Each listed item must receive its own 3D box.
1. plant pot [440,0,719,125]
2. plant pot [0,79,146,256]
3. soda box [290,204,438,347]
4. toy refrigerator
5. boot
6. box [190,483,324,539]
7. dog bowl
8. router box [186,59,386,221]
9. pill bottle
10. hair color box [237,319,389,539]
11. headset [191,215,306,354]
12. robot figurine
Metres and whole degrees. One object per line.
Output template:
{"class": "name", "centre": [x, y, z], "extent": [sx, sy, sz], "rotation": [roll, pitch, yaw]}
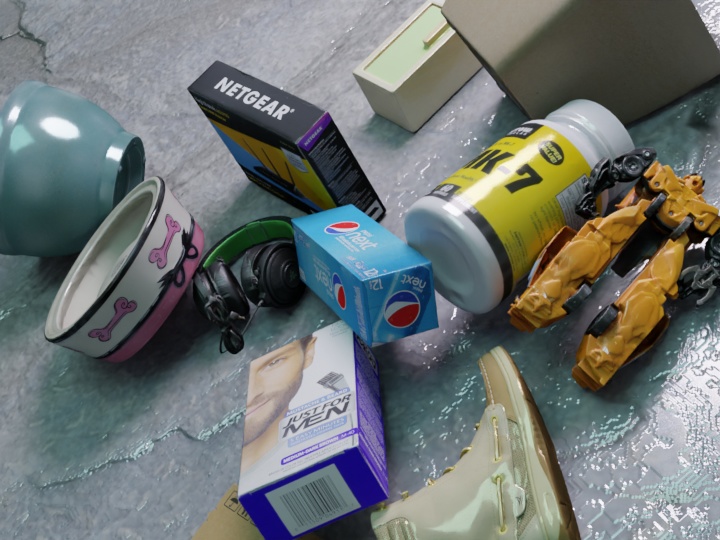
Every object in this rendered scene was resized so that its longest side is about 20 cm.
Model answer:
{"class": "plant pot", "centre": [0.198, -0.242, 1.151], "extent": [0.177, 0.200, 0.200], "rotation": [-40, 43, 9]}
{"class": "plant pot", "centre": [-0.323, -0.106, 1.349], "extent": [0.133, 0.201, 0.201], "rotation": [10, 54, 5]}
{"class": "soda box", "centre": [0.000, 0.000, 1.087], "extent": [0.067, 0.065, 0.200], "rotation": [-15, 23, -17]}
{"class": "toy refrigerator", "centre": [0.092, -0.252, 1.298], "extent": [0.200, 0.070, 0.076], "rotation": [-44, 44, -11]}
{"class": "boot", "centre": [0.079, 0.164, 0.950], "extent": [0.154, 0.073, 0.201], "rotation": [-24, 48, 12]}
{"class": "box", "centre": [-0.088, 0.283, 0.978], "extent": [0.199, 0.021, 0.164], "rotation": [22, 67, 41]}
{"class": "dog bowl", "centre": [-0.237, 0.006, 1.222], "extent": [0.200, 0.074, 0.201], "rotation": [-43, 25, 25]}
{"class": "router box", "centre": [-0.078, -0.126, 1.232], "extent": [0.051, 0.149, 0.199], "rotation": [-46, 45, -14]}
{"class": "pill bottle", "centre": [0.145, -0.061, 1.052], "extent": [0.200, 0.115, 0.114], "rotation": [-37, 42, -24]}
{"class": "hair color box", "centre": [-0.040, 0.131, 1.010], "extent": [0.109, 0.065, 0.200], "rotation": [-25, 24, 10]}
{"class": "headset", "centre": [-0.119, 0.005, 1.184], "extent": [0.123, 0.094, 0.201], "rotation": [-18, 35, 16]}
{"class": "robot figurine", "centre": [0.220, -0.006, 0.990], "extent": [0.145, 0.058, 0.200], "rotation": [43, 73, 4]}
